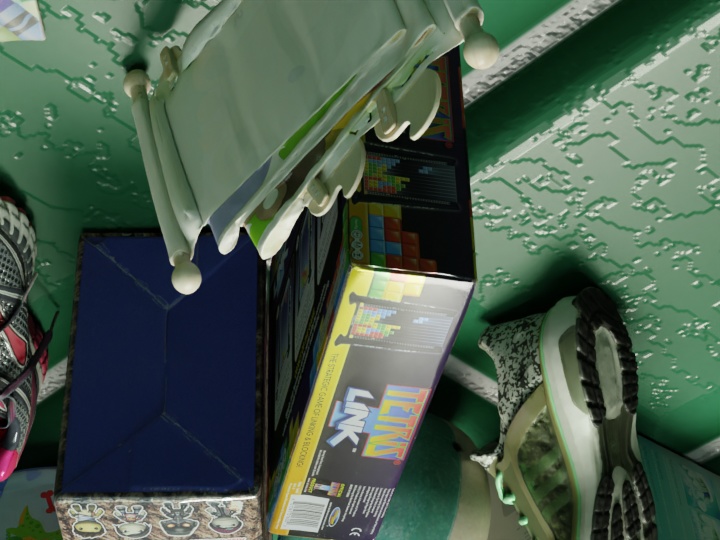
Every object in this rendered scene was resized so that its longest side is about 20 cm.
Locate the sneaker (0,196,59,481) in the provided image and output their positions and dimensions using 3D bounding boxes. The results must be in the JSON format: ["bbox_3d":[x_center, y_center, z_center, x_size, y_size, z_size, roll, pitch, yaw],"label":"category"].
[{"bbox_3d":[-0.199,0.030,0.916,0.080,0.075,0.201,-4,140,4],"label":"sneaker"}]

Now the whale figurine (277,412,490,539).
[{"bbox_3d":[-0.014,0.163,1.023,0.103,0.160,0.200,28,117,-24],"label":"whale figurine"}]

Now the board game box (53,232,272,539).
[{"bbox_3d":[-0.096,0.103,0.941,0.096,0.160,0.201,0,142,-1],"label":"board game box"}]

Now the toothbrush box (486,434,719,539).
[{"bbox_3d":[0.151,0.180,1.096,0.199,0.086,0.146,27,128,-32],"label":"toothbrush box"}]

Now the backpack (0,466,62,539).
[{"bbox_3d":[-0.186,0.220,1.093,0.182,0.148,0.200,-16,136,14],"label":"backpack"}]

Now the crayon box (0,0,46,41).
[{"bbox_3d":[-0.242,-0.120,0.747,0.198,0.052,0.126,-3,141,1],"label":"crayon box"}]

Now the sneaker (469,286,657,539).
[{"bbox_3d":[0.103,0.112,0.964,0.088,0.202,0.077,-6,174,38],"label":"sneaker"}]

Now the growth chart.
[{"bbox_3d":[-0.029,-0.078,0.737,0.018,0.146,0.200,18,137,-41],"label":"growth chart"}]

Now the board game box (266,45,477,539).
[{"bbox_3d":[0.000,0.000,0.810,0.056,0.166,0.201,7,140,-9],"label":"board game box"}]
